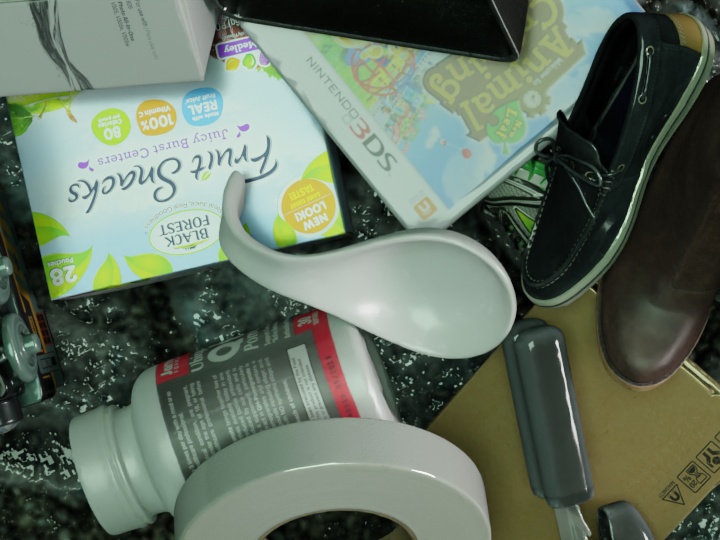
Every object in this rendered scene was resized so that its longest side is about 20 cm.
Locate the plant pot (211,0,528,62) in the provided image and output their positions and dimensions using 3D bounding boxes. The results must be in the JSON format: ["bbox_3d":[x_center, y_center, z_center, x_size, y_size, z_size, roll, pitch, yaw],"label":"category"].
[{"bbox_3d":[0.003,-0.257,1.385,0.199,0.200,0.178,11,71,21],"label":"plant pot"}]

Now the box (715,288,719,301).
[{"bbox_3d":[0.334,-0.007,1.451,0.200,0.199,0.131,19,92,2],"label":"box"}]

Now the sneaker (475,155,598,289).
[{"bbox_3d":[0.120,-0.026,1.532,0.200,0.078,0.085,28,94,3],"label":"sneaker"}]

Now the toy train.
[{"bbox_3d":[-0.254,0.008,1.548,0.085,0.114,0.200,-18,89,9],"label":"toy train"}]

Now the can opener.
[{"bbox_3d":[0.135,0.125,1.500,0.066,0.053,0.200,-20,103,-14],"label":"can opener"}]

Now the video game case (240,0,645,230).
[{"bbox_3d":[0.057,-0.147,1.480,0.200,0.022,0.182,-39,89,6],"label":"video game case"}]

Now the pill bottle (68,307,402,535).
[{"bbox_3d":[-0.080,0.100,1.536,0.200,0.111,0.111,-20,90,5],"label":"pill bottle"}]

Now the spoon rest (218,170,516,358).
[{"bbox_3d":[0.000,0.000,1.472,0.200,0.061,0.099,19,134,12],"label":"spoon rest"}]

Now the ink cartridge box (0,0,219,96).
[{"bbox_3d":[-0.189,-0.186,1.505,0.200,0.146,0.084,-3,136,13],"label":"ink cartridge box"}]

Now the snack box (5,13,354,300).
[{"bbox_3d":[-0.119,-0.082,1.557,0.200,0.068,0.169,-12,89,6],"label":"snack box"}]

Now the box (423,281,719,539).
[{"bbox_3d":[0.134,0.117,1.530,0.163,0.021,0.200,41,113,2],"label":"box"}]

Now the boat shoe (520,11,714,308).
[{"bbox_3d":[0.142,-0.070,1.443,0.062,0.075,0.200,14,112,-34],"label":"boat shoe"}]

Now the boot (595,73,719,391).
[{"bbox_3d":[0.198,-0.035,1.414,0.072,0.166,0.200,21,76,2],"label":"boot"}]

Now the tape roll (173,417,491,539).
[{"bbox_3d":[-0.018,0.164,1.500,0.202,0.203,0.037,-11,51,5],"label":"tape roll"}]
